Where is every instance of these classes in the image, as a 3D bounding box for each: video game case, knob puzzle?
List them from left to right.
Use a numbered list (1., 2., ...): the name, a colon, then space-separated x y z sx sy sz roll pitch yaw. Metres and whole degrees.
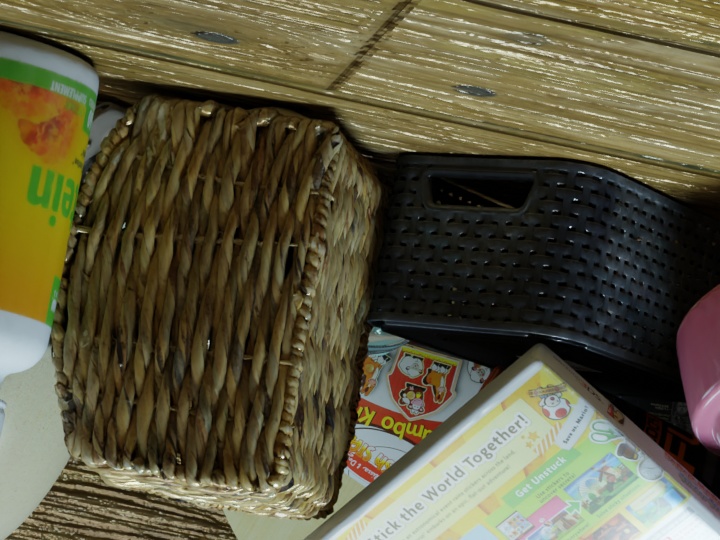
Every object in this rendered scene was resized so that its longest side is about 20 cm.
1. knob puzzle: -0.010 0.078 1.653 0.220 0.220 0.030 11 -172 -8
2. video game case: 0.090 0.155 1.491 0.182 0.023 0.200 41 119 -13

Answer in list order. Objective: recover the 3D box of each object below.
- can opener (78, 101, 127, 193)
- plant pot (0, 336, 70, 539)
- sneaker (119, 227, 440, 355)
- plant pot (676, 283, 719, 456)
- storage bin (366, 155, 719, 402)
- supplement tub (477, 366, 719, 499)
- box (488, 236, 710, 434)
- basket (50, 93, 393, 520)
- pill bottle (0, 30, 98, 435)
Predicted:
1. can opener: -0.108 -0.056 1.571 0.066 0.053 0.200 47 -166 34
2. plant pot: -0.222 0.041 1.585 0.200 0.200 0.134 18 135 -44
3. sneaker: -0.056 0.023 1.572 0.200 0.078 0.086 5 152 -16
4. plant pot: 0.271 0.096 1.425 0.200 0.179 0.200 -8 155 -4
5. storage bin: 0.113 0.007 1.535 0.135 0.094 0.200 4 169 37
6. supplement tub: 0.143 0.138 1.556 0.200 0.123 0.123 26 171 -3
7. box: 0.150 0.069 1.673 0.200 0.160 0.044 7 175 18
8. basket: -0.075 0.022 1.477 0.143 0.200 0.149 7 172 13
9. pill bottle: -0.200 -0.013 1.396 0.111 0.200 0.111 10 172 1
